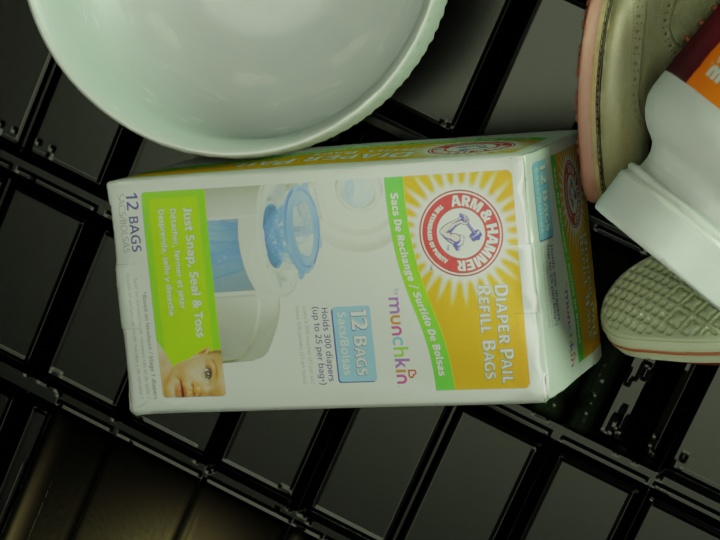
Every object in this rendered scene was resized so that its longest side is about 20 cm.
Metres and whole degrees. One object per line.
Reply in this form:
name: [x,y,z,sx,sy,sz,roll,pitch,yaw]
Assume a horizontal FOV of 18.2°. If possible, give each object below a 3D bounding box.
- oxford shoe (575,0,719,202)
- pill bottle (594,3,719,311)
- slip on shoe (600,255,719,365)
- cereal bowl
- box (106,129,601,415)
oxford shoe: [0.140,-0.124,0.993,0.074,0.071,0.200,12,102,9]
pill bottle: [0.195,-0.077,0.948,0.113,0.113,0.200,40,95,5]
slip on shoe: [0.205,0.024,1.003,0.200,0.074,0.061,-2,134,20]
cereal bowl: [-0.049,-0.150,1.024,0.200,0.083,0.200,1,95,14]
box: [0.000,0.000,1.021,0.200,0.101,0.113,-2,98,20]
